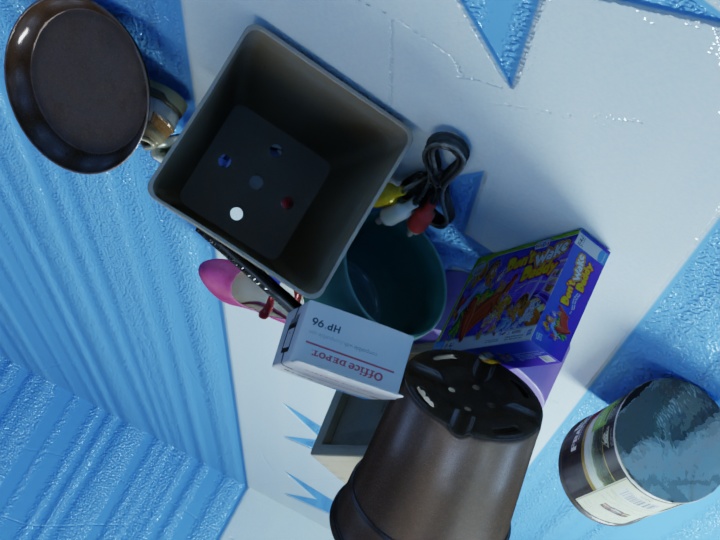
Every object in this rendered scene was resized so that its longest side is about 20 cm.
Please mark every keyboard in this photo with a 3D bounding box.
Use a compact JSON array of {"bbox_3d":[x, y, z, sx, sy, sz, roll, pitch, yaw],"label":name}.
[{"bbox_3d":[-0.128,-0.002,1.435,0.200,0.021,0.127,45,180,-37],"label":"keyboard"}]

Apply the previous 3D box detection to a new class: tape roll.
[{"bbox_3d":[0.153,0.091,1.536,0.199,0.085,0.200,24,159,10],"label":"tape roll"}]

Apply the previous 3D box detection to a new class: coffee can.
[{"bbox_3d":[0.343,0.226,1.511,0.146,0.147,0.200,29,158,0],"label":"coffee can"}]

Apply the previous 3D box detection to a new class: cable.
[{"bbox_3d":[0.073,-0.080,1.296,0.097,0.051,0.200,32,160,-10],"label":"cable"}]

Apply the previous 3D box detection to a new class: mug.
[{"bbox_3d":[0.008,0.007,1.439,0.151,0.186,0.114,18,149,-32],"label":"mug"}]

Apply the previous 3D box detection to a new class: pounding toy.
[{"bbox_3d":[0.050,0.186,1.547,0.199,0.185,0.142,-6,140,43],"label":"pounding toy"}]

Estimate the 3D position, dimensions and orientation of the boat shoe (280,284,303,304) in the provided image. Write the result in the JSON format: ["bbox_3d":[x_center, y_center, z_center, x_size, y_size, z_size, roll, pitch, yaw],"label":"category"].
[{"bbox_3d":[-0.066,0.010,1.657,0.068,0.075,0.200,11,160,26],"label":"boat shoe"}]

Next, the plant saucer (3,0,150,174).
[{"bbox_3d":[-0.310,-0.209,1.385,0.199,0.034,0.202,10,112,25],"label":"plant saucer"}]

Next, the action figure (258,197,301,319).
[{"bbox_3d":[-0.084,-0.027,1.504,0.065,0.052,0.201,13,117,6],"label":"action figure"}]

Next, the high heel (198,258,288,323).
[{"bbox_3d":[-0.138,0.038,1.791,0.199,0.068,0.096,33,169,-23],"label":"high heel"}]

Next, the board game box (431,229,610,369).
[{"bbox_3d":[0.167,0.038,1.328,0.045,0.135,0.200,35,158,-18],"label":"board game box"}]

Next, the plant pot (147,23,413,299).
[{"bbox_3d":[-0.095,-0.103,1.289,0.199,0.201,0.177,33,171,-11],"label":"plant pot"}]

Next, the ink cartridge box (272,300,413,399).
[{"bbox_3d":[-0.018,0.083,1.264,0.115,0.068,0.200,19,171,-8],"label":"ink cartridge box"}]

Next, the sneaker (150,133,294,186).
[{"bbox_3d":[-0.162,-0.119,1.444,0.199,0.076,0.077,11,180,35],"label":"sneaker"}]

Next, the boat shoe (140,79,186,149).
[{"bbox_3d":[-0.301,-0.198,1.454,0.199,0.069,0.075,18,162,29],"label":"boat shoe"}]

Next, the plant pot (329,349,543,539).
[{"bbox_3d":[0.088,0.204,1.284,0.199,0.200,0.199,25,119,11],"label":"plant pot"}]
